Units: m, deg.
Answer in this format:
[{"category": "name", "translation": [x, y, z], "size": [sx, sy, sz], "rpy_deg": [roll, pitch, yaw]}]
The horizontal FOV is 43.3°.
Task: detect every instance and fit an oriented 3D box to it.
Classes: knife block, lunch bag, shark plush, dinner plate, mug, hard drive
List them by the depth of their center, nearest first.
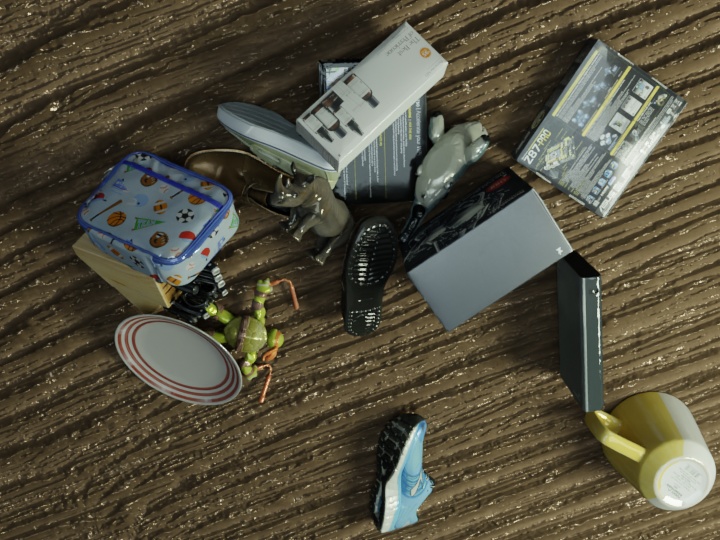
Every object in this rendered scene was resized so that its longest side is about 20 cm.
[{"category": "lunch bag", "translation": [-0.273, -0.078, 1.225], "size": [0.200, 0.076, 0.160], "rpy_deg": [26, 63, 21]}, {"category": "shark plush", "translation": [0.121, -0.121, 1.254], "size": [0.091, 0.083, 0.201], "rpy_deg": [18, 80, 19]}, {"category": "knife block", "translation": [-0.285, -0.008, 1.256], "size": [0.200, 0.175, 0.064], "rpy_deg": [44, 56, -12]}, {"category": "hard drive", "translation": [0.318, 0.085, 1.315], "size": [0.033, 0.140, 0.201], "rpy_deg": [-6, 106, -1]}, {"category": "dinner plate", "translation": [-0.264, 0.127, 1.327], "size": [0.199, 0.024, 0.201], "rpy_deg": [11, 137, 10]}, {"category": "mug", "translation": [0.441, 0.285, 1.370], "size": [0.186, 0.153, 0.150], "rpy_deg": [-5, 107, 0]}]

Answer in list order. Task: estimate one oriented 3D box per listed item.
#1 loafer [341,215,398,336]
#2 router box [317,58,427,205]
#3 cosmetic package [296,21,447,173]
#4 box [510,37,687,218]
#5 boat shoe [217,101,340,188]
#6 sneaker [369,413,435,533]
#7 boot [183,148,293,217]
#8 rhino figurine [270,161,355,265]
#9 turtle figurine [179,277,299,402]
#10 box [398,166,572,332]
[{"category": "loafer", "translation": [0.000, 0.000, 1.295], "size": [0.073, 0.071, 0.200], "rpy_deg": [-1, 126, -20]}, {"category": "router box", "translation": [0.018, -0.195, 1.271], "size": [0.149, 0.051, 0.201], "rpy_deg": [-3, 106, -3]}, {"category": "cosmetic package", "translation": [0.015, -0.227, 1.186], "size": [0.200, 0.051, 0.083], "rpy_deg": [-44, 86, -10]}, {"category": "box", "translation": [0.335, -0.199, 1.283], "size": [0.161, 0.049, 0.200], "rpy_deg": [30, 103, -12]}, {"category": "boat shoe", "translation": [-0.115, -0.170, 1.243], "size": [0.200, 0.072, 0.062], "rpy_deg": [27, 122, 17]}, {"category": "sneaker", "translation": [0.074, 0.313, 1.420], "size": [0.090, 0.078, 0.201], "rpy_deg": [4, 110, -22]}, {"category": "boot", "translation": [-0.154, -0.121, 1.276], "size": [0.199, 0.075, 0.074], "rpy_deg": [16, 107, -5]}, {"category": "rhino figurine", "translation": [-0.067, -0.081, 1.209], "size": [0.087, 0.200, 0.060], "rpy_deg": [-48, 58, -5]}, {"category": "turtle figurine", "translation": [-0.183, 0.099, 1.342], "size": [0.161, 0.064, 0.201], "rpy_deg": [12, 106, -5]}, {"category": "box", "translation": [0.165, -0.035, 1.255], "size": [0.200, 0.182, 0.104], "rpy_deg": [-34, 104, 7]}]
